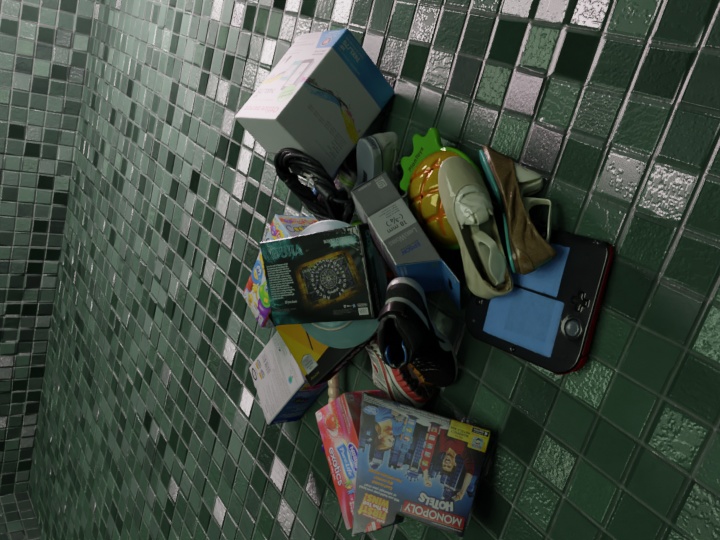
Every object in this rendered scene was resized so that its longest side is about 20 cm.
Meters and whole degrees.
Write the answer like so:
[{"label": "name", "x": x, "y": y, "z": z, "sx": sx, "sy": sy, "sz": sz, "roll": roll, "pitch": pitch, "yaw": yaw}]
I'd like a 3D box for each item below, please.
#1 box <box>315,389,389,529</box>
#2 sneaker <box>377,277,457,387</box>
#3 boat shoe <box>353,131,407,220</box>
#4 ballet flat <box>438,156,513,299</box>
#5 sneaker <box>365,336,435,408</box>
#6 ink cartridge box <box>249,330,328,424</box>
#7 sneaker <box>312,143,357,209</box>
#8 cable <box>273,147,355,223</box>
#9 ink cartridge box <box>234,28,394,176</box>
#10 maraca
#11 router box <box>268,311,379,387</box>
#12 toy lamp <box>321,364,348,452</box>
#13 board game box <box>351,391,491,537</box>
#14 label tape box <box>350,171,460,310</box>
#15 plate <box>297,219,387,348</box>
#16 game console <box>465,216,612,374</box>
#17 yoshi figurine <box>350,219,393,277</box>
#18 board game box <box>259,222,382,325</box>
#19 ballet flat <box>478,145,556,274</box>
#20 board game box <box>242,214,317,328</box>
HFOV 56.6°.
[{"label": "box", "x": 0.014, "y": 0.308, "z": 1.105, "sx": 0.095, "sy": 0.102, "sz": 0.200, "roll": -42, "pitch": 56, "yaw": 41}, {"label": "sneaker", "x": 0.074, "y": 0.119, "z": 0.954, "sx": 0.073, "sy": 0.112, "sz": 0.200, "roll": -11, "pitch": 122, "yaw": 29}, {"label": "boat shoe", "x": 0.039, "y": -0.152, "z": 1.116, "sx": 0.075, "sy": 0.086, "sz": 0.202, "roll": 53, "pitch": 157, "yaw": 33}, {"label": "ballet flat", "x": 0.157, "y": -0.054, "z": 0.881, "sx": 0.069, "sy": 0.069, "sz": 0.200, "roll": 0, "pitch": 115, "yaw": 52}, {"label": "sneaker", "x": 0.039, "y": 0.149, "z": 1.097, "sx": 0.082, "sy": 0.078, "sz": 0.200, "roll": -59, "pitch": 46, "yaw": 34}, {"label": "ink cartridge box", "x": -0.148, "y": 0.213, "z": 1.333, "sx": 0.200, "sy": 0.076, "sz": 0.137, "roll": -50, "pitch": 51, "yaw": 36}, {"label": "sneaker", "x": -0.013, "y": -0.162, "z": 1.195, "sx": 0.083, "sy": 0.071, "sz": 0.200, "roll": 55, "pitch": 130, "yaw": 13}, {"label": "cable", "x": -0.082, "y": -0.126, "z": 1.129, "sx": 0.163, "sy": 0.051, "sz": 0.200, "roll": 39, "pitch": 167, "yaw": 5}, {"label": "ink cartridge box", "x": -0.077, "y": -0.282, "z": 1.140, "sx": 0.147, "sy": 0.146, "sz": 0.200, "roll": 18, "pitch": 69, "yaw": 50}, {"label": "maraca", "x": 0.117, "y": -0.120, "z": 0.983, "sx": 0.137, "sy": 0.107, "sz": 0.200, "roll": -58, "pitch": 47, "yaw": 33}, {"label": "router box", "x": -0.049, "y": 0.072, "z": 1.081, "sx": 0.200, "sy": 0.051, "sz": 0.149, "roll": -47, "pitch": 69, "yaw": 35}, {"label": "toy lamp", "x": -0.048, "y": 0.228, "z": 1.223, "sx": 0.058, "sy": 0.058, "sz": 0.200, "roll": -8, "pitch": 85, "yaw": 51}, {"label": "board game box", "x": 0.071, "y": 0.304, "z": 0.978, "sx": 0.200, "sy": 0.062, "sz": 0.200, "roll": 14, "pitch": 79, "yaw": 21}, {"label": "label tape box", "x": 0.068, "y": -0.027, "z": 0.986, "sx": 0.063, "sy": 0.144, "sz": 0.200, "roll": -30, "pitch": 69, "yaw": -2}, {"label": "plate", "x": -0.047, "y": 0.023, "z": 1.019, "sx": 0.200, "sy": 0.026, "sz": 0.201, "roll": 8, "pitch": 103, "yaw": 36}, {"label": "game console", "x": 0.230, "y": 0.030, "z": 0.897, "sx": 0.200, "sy": 0.031, "sz": 0.177, "roll": 22, "pitch": 106, "yaw": 50}, {"label": "yoshi figurine", "x": -0.010, "y": -0.011, "z": 1.145, "sx": 0.200, "sy": 0.112, "sz": 0.113, "roll": -54, "pitch": 41, "yaw": 29}, {"label": "board game box", "x": -0.062, "y": 0.010, "z": 0.994, "sx": 0.200, "sy": 0.028, "sz": 0.136, "roll": -6, "pitch": 94, "yaw": 38}, {"label": "ballet flat", "x": 0.213, "y": -0.089, "z": 0.887, "sx": 0.072, "sy": 0.068, "sz": 0.200, "roll": -16, "pitch": 58, "yaw": 11}, {"label": "board game box", "x": -0.136, "y": 0.004, "z": 1.303, "sx": 0.103, "sy": 0.105, "sz": 0.200, "roll": 52, "pitch": 128, "yaw": 38}]
